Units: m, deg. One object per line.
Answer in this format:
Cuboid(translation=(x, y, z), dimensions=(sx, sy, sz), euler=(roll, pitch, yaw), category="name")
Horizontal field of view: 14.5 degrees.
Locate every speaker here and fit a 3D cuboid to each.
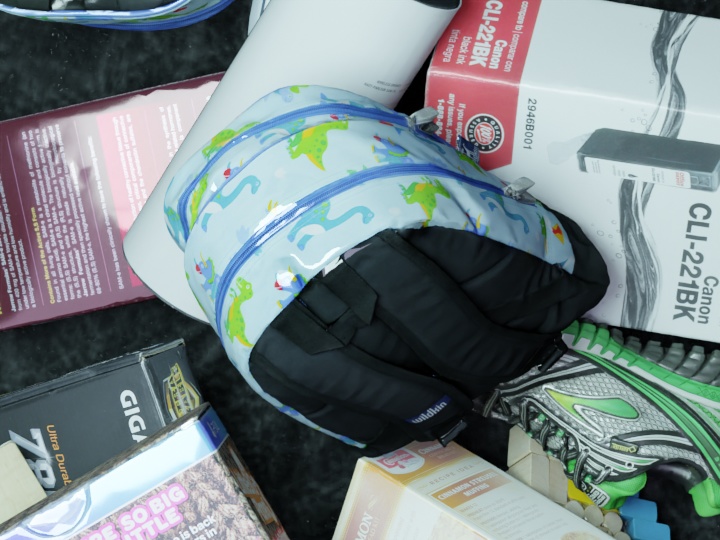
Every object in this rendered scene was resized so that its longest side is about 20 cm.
Cuboid(translation=(-0.033, -0.072, 1.367), dimensions=(0.081, 0.081, 0.200), euler=(35, 113, 4), category="speaker")

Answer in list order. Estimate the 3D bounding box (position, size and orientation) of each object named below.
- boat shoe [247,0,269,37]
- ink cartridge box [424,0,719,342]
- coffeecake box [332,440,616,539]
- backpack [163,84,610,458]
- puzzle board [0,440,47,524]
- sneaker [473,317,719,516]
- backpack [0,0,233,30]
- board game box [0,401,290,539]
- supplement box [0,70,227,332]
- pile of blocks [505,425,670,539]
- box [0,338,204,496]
Cuboid(translation=(0.016, -0.170, 1.405), dimensions=(0.075, 0.086, 0.202), euler=(36, 80, -13), category="boat shoe")
Cuboid(translation=(0.132, -0.050, 1.398), dimensions=(0.199, 0.084, 0.145), euler=(9, 131, 7), category="ink cartridge box")
Cuboid(translation=(0.073, 0.197, 1.414), dimensions=(0.200, 0.073, 0.154), euler=(30, 116, 27), category="coffeecake box")
Cuboid(translation=(0.000, 0.000, 1.296), dimensions=(0.163, 0.200, 0.154), euler=(-37, 77, 18), category="backpack")
Cuboid(translation=(-0.186, 0.209, 1.417), dimensions=(0.150, 0.017, 0.200), euler=(-31, 90, -9), category="puzzle board")
Cuboid(translation=(0.111, 0.071, 1.419), dimensions=(0.199, 0.078, 0.086), euler=(13, 76, -7), category="sneaker")
Cuboid(translation=(-0.123, -0.221, 1.416), dimensions=(0.182, 0.147, 0.201), euler=(5, 91, 8), category="backpack")
Cuboid(translation=(-0.093, 0.191, 1.360), dimensions=(0.159, 0.097, 0.200), euler=(-30, 91, 1), category="board game box")
Cuboid(translation=(-0.114, -0.038, 1.476), dimensions=(0.199, 0.061, 0.109), euler=(-11, 92, 8), category="supplement box")
Cuboid(translation=(0.133, 0.167, 1.470), dimensions=(0.200, 0.082, 0.062), euler=(60, 143, 8), category="pile of blocks")
Cuboid(translation=(-0.149, 0.156, 1.474), dimensions=(0.198, 0.050, 0.201), euler=(-17, 93, 31), category="box")
